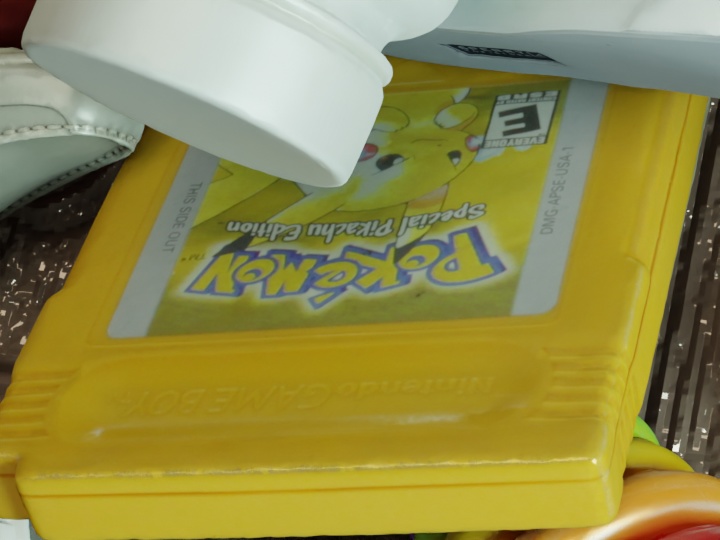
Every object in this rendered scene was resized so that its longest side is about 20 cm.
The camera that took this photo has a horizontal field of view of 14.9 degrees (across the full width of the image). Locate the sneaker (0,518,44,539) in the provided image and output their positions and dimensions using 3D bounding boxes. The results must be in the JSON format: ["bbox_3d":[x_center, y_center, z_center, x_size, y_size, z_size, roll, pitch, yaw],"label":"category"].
[{"bbox_3d":[-0.060,0.129,0.788,0.091,0.078,0.200,-6,64,-6],"label":"sneaker"}]

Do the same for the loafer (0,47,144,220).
[{"bbox_3d":[-0.148,-0.018,0.861,0.200,0.070,0.070,-17,69,34],"label":"loafer"}]

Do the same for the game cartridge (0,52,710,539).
[{"bbox_3d":[0.000,0.000,0.778,0.176,0.033,0.200,-4,34,17],"label":"game cartridge"}]

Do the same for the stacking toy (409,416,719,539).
[{"bbox_3d":[0.050,0.069,0.761,0.110,0.116,0.200,-33,48,-3],"label":"stacking toy"}]

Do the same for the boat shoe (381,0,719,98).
[{"bbox_3d":[0.065,-0.090,0.775,0.200,0.074,0.066,10,84,31],"label":"boat shoe"}]

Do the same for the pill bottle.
[{"bbox_3d":[-0.010,-0.132,0.739,0.113,0.113,0.200,19,83,25],"label":"pill bottle"}]

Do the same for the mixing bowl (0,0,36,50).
[{"bbox_3d":[-0.123,-0.138,0.863,0.108,0.200,0.200,-47,58,27],"label":"mixing bowl"}]
